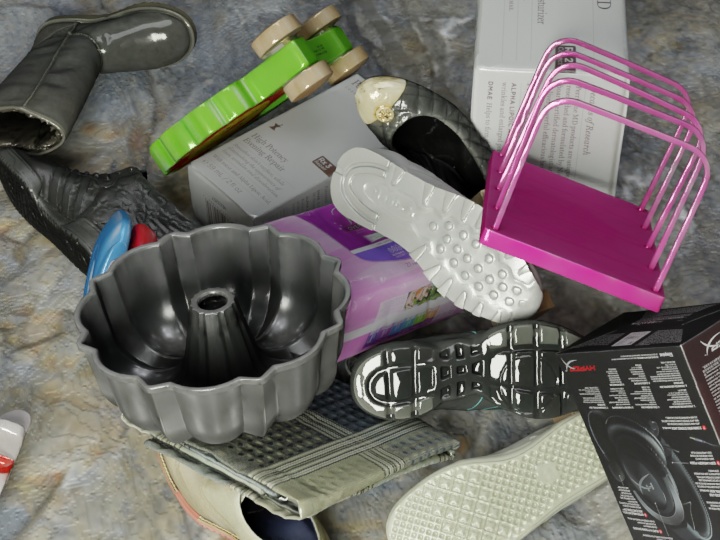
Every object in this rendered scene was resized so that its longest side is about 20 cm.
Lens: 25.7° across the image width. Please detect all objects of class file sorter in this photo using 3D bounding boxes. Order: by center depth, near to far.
[{"bbox_3d":[0.179,-0.082,1.187,0.138,0.126,0.200,21,21,-1],"label":"file sorter"}]

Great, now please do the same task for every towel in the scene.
[{"bbox_3d":[-0.053,0.124,1.180,0.191,0.035,0.199,24,23,34],"label":"towel"}]

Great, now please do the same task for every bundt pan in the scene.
[{"bbox_3d":[-0.103,0.051,1.139,0.199,0.076,0.203,-3,35,2],"label":"bundt pan"}]

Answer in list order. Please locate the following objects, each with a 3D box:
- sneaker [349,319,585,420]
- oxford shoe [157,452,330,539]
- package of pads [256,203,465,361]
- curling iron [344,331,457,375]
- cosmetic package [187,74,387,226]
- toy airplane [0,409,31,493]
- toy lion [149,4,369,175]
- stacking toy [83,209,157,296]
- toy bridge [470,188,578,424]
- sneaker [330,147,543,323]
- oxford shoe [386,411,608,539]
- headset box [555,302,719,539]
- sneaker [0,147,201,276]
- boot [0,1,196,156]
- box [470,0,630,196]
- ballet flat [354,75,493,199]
[{"bbox_3d":[0.091,0.072,1.215,0.198,0.076,0.079,-1,5,0],"label":"sneaker"},{"bbox_3d":[-0.083,0.164,1.173,0.071,0.074,0.199,-35,54,-27],"label":"oxford shoe"},{"bbox_3d":[0.000,0.000,1.288,0.120,0.076,0.199,38,34,25],"label":"package of pads"},{"bbox_3d":[0.083,0.072,1.301,0.198,0.026,0.050,-9,67,-16],"label":"curling iron"},{"bbox_3d":[-0.046,-0.090,1.424,0.199,0.074,0.101,-33,54,-27],"label":"cosmetic package"},{"bbox_3d":[-0.345,0.106,1.182,0.198,0.142,0.200,-24,50,-23],"label":"toy airplane"},{"bbox_3d":[-0.102,-0.156,1.445,0.069,0.191,0.200,54,21,-2],"label":"toy lion"},{"bbox_3d":[-0.125,0.029,1.298,0.198,0.117,0.110,13,5,-14],"label":"stacking toy"},{"bbox_3d":[0.130,0.036,1.273,0.027,0.067,0.202,-16,78,-26],"label":"toy bridge"},{"bbox_3d":[0.071,-0.034,1.250,0.200,0.077,0.080,41,18,19],"label":"sneaker"},{"bbox_3d":[0.112,0.166,1.189,0.199,0.058,0.076,-26,81,-7],"label":"oxford shoe"},{"bbox_3d":[0.240,0.130,1.108,0.077,0.202,0.148,-28,7,-26],"label":"headset box"},{"bbox_3d":[-0.231,-0.059,1.405,0.104,0.060,0.200,-33,59,-27],"label":"sneaker"},{"bbox_3d":[-0.259,-0.182,1.489,0.180,0.073,0.200,-7,27,12],"label":"boot"},{"bbox_3d":[0.164,-0.160,1.402,0.129,0.201,0.200,3,45,4],"label":"box"},{"bbox_3d":[0.074,-0.089,1.307,0.200,0.066,0.057,40,35,-18],"label":"ballet flat"}]
